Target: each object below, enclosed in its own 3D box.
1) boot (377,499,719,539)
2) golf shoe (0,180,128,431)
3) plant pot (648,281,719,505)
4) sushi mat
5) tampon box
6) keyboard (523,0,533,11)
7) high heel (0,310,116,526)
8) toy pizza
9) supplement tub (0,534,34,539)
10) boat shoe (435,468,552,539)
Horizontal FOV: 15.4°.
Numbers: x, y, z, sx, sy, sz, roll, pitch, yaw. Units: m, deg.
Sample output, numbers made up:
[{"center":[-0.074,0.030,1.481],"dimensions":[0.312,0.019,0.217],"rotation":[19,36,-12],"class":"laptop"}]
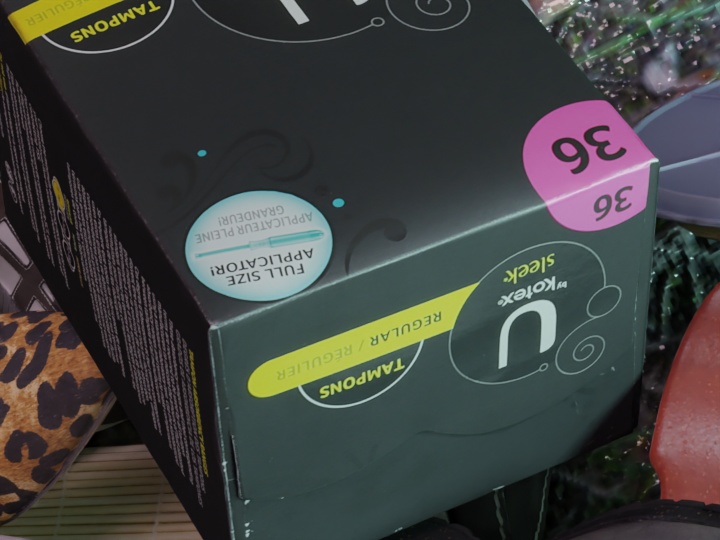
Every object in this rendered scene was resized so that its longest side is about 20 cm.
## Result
[{"center":[0.038,0.129,0.792],"dimensions":[0.199,0.070,0.132],"rotation":[-7,21,33],"class":"boot"},{"center":[-0.125,-0.029,1.021],"dimensions":[0.094,0.201,0.078],"rotation":[-15,26,1],"class":"golf shoe"},{"center":[0.206,0.080,0.848],"dimensions":[0.194,0.201,0.202],"rotation":[6,65,30],"class":"plant pot"},{"center":[-0.117,0.113,1.031],"dimensions":[0.199,0.012,0.096],"rotation":[-4,61,17],"class":"sushi mat"},{"center":[-0.019,-0.028,0.861],"dimensions":[0.149,0.127,0.200],"rotation":[-22,49,-18],"class":"tampon box"},{"center":[0.050,-0.070,1.016],"dimensions":[0.056,0.011,0.200],"rotation":[-29,29,5],"class":"keyboard"},{"center":[-0.182,0.039,0.943],"dimensions":[0.200,0.142,0.072],"rotation":[-24,50,44],"class":"high heel"},{"center":[0.187,-0.043,0.947],"dimensions":[0.199,0.032,0.200],"rotation":[-11,18,3],"class":"toy pizza"},{"center":[-0.132,0.164,0.929],"dimensions":[0.199,0.146,0.146],"rotation":[6,65,21],"class":"supplement tub"},{"center":[0.058,0.022,0.986],"dimensions":[0.060,0.072,0.202],"rotation":[-9,58,18],"class":"boat shoe"}]
